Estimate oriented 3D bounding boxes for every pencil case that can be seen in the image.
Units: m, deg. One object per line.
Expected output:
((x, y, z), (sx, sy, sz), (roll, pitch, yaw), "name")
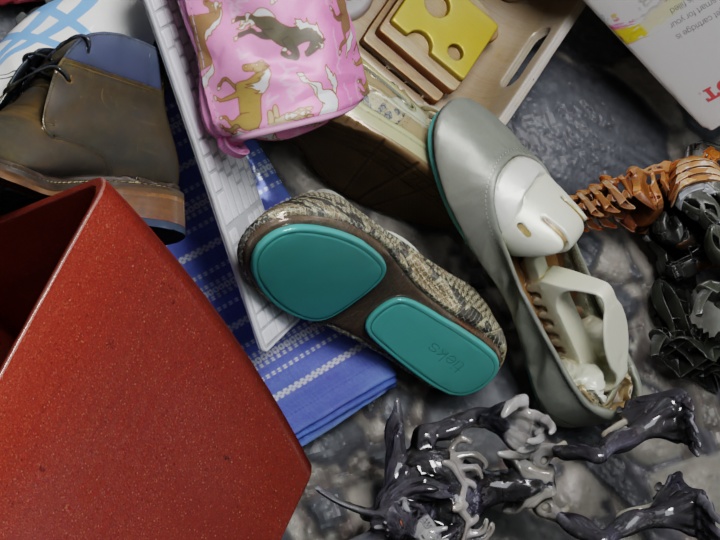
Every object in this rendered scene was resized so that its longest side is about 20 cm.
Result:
((-0.059, -0.159, 1.354), (0.083, 0.086, 0.201), (-36, 111, -63), "pencil case")

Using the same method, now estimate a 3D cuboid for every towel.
((-0.080, 0.005, 1.430), (0.144, 0.024, 0.201), (-30, 87, -31), "towel")

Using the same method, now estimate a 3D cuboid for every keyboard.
((-0.071, -0.060, 1.391), (0.056, 0.011, 0.201), (-52, 125, -70), "keyboard")

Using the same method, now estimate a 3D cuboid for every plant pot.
((-0.145, 0.104, 1.280), (0.176, 0.200, 0.201), (40, 60, -24), "plant pot")

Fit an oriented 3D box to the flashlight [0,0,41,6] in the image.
((-0.182, -0.143, 1.409), (0.199, 0.068, 0.068), (-8, 39, -32), "flashlight")

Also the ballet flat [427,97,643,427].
((0.100, -0.005, 1.457), (0.067, 0.063, 0.201), (-44, 120, -39), "ballet flat")

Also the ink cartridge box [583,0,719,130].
((0.194, -0.214, 1.522), (0.200, 0.147, 0.145), (45, 38, -23), "ink cartridge box")

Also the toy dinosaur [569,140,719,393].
((0.191, -0.015, 1.546), (0.199, 0.102, 0.136), (-7, 60, -9), "toy dinosaur")

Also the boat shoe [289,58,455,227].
((-0.009, -0.093, 1.463), (0.200, 0.073, 0.063), (35, 59, -22), "boat shoe")

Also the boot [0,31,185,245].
((-0.162, -0.073, 1.308), (0.200, 0.074, 0.098), (16, 69, -51), "boot")

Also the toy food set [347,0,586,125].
((0.026, -0.177, 1.521), (0.200, 0.060, 0.144), (39, 61, -9), "toy food set")

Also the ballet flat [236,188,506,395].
((0.000, 0.000, 1.426), (0.200, 0.068, 0.076), (32, 30, -42), "ballet flat")

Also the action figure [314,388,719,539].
((0.082, 0.116, 1.407), (0.199, 0.102, 0.120), (-11, 99, -12), "action figure")

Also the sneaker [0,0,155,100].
((-0.176, -0.073, 1.373), (0.200, 0.072, 0.072), (-35, 55, -23), "sneaker")
